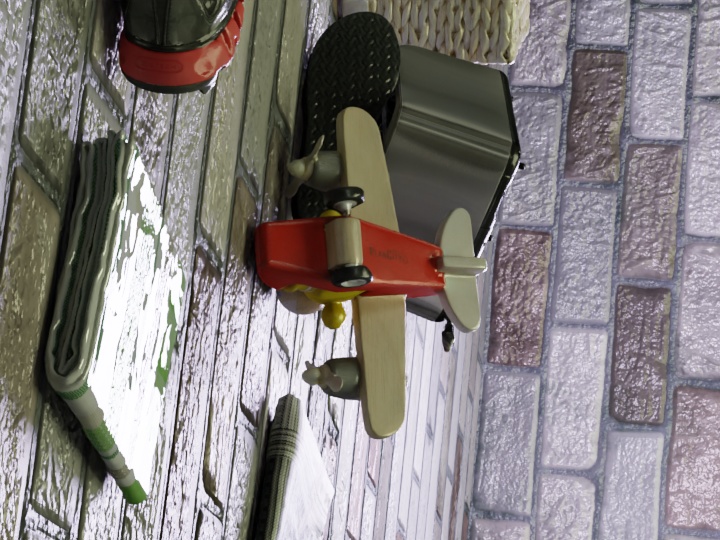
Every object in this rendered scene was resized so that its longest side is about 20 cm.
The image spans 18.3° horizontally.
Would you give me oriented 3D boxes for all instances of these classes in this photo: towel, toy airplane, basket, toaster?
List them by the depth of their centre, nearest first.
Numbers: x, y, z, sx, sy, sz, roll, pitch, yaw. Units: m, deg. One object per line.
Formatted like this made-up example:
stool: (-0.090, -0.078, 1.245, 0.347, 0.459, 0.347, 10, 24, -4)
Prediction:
towel: (-0.135, 0.031, 1.235, 0.200, 0.030, 0.150, 80, 18, -66)
toy airplane: (0.000, 0.000, 1.728, 0.200, 0.141, 0.200, 55, 40, -21)
towel: (-0.056, 0.229, 1.801, 0.200, 0.034, 0.194, 81, 15, -58)
toaster: (0.054, -0.069, 1.895, 0.200, 0.118, 0.182, -91, -159, -62)
basket: (0.074, -0.292, 2.037, 0.198, 0.160, 0.201, -62, 156, -72)

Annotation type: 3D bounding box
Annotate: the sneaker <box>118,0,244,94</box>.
sneaker: (-0.090, -0.191, 1.265, 0.201, 0.070, 0.098, -75, 168, -47)

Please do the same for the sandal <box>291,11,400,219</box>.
sandal: (-0.021, -0.118, 1.828, 0.048, 0.075, 0.202, 143, -37, -67)
